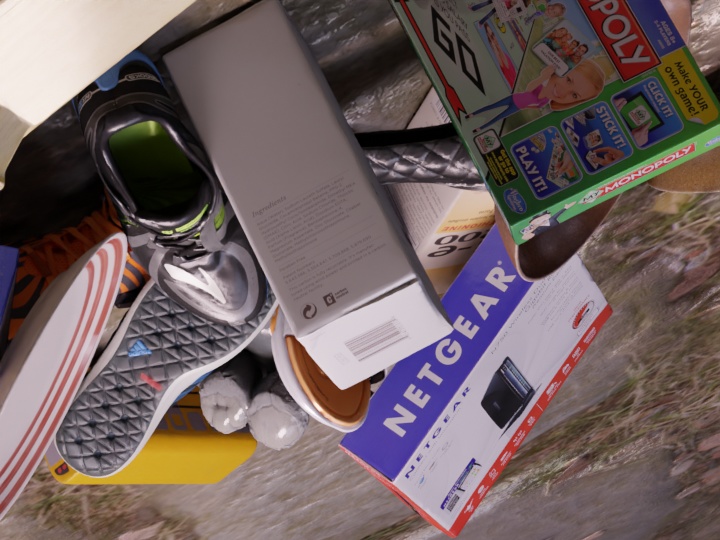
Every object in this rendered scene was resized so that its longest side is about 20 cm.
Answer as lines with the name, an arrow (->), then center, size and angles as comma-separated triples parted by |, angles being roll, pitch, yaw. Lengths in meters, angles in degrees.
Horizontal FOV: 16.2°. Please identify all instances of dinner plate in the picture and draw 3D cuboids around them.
dinner plate -> -0.189, 0.064, 1.457 | 0.200, 0.024, 0.200 | 90, 26, -83

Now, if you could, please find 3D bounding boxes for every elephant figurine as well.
elephant figurine -> -0.031, 0.035, 1.694 | 0.155, 0.142, 0.200 | -45, 169, 26

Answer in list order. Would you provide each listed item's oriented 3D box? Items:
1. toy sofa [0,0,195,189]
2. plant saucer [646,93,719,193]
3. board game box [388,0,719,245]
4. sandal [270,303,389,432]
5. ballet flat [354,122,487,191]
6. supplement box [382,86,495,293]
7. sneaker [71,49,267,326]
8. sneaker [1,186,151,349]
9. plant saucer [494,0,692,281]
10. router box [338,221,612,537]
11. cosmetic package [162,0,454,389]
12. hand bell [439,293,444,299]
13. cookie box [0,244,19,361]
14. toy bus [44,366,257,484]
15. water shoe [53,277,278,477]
toy sofa -> -0.152, -0.142, 1.300 | 0.200, 0.098, 0.083 | -35, 131, 20
plant saucer -> 0.294, -0.105, 1.780 | 0.200, 0.036, 0.200 | -15, -166, 4
board game box -> 0.103, -0.129, 1.419 | 0.134, 0.200, 0.029 | -27, 156, 0
sandal -> -0.006, -0.003, 1.575 | 0.079, 0.207, 0.059 | 25, 147, -36
ballet flat -> 0.011, -0.081, 1.562 | 0.199, 0.057, 0.066 | 1, -162, 1
supplement box -> 0.090, -0.067, 1.699 | 0.126, 0.074, 0.200 | -12, 153, -29
sneaker -> -0.111, -0.036, 1.459 | 0.071, 0.083, 0.200 | -24, 129, 3
sneaker -> -0.169, -0.020, 1.545 | 0.200, 0.078, 0.112 | -21, 155, -40
plant saucer -> 0.137, -0.088, 1.540 | 0.200, 0.034, 0.200 | -48, 157, -29
router box -> 0.082, 0.072, 1.718 | 0.200, 0.049, 0.180 | -55, 158, -5
cosmetic package -> -0.030, -0.044, 1.462 | 0.081, 0.200, 0.113 | -27, 159, 4
hand bell -> 0.002, 0.035, 1.843 | 0.200, 0.104, 0.104 | -11, 156, -1
cookie box -> -0.293, 0.050, 1.454 | 0.171, 0.075, 0.200 | 11, 148, -5
toy bus -> -0.142, 0.109, 1.820 | 0.065, 0.078, 0.200 | -40, 153, 29
water shoe -> -0.121, 0.040, 1.580 | 0.200, 0.071, 0.079 | -46, -170, 14
